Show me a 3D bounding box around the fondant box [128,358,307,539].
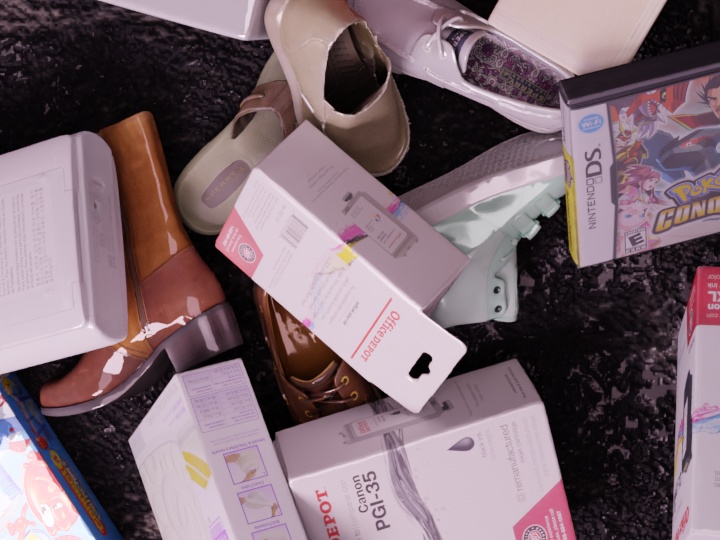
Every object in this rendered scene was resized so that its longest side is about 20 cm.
[{"bbox_3d":[-0.101,0.186,1.531,0.058,0.144,0.200,-14,71,-27],"label":"fondant box"}]

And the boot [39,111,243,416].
[{"bbox_3d":[-0.204,0.000,1.584,0.188,0.068,0.200,-26,87,31],"label":"boot"}]

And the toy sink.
[{"bbox_3d":[0.183,-0.245,1.478,0.112,0.130,0.200,30,101,0],"label":"toy sink"}]

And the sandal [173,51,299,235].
[{"bbox_3d":[-0.067,-0.104,1.559,0.080,0.057,0.201,39,100,-2],"label":"sandal"}]

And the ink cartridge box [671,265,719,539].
[{"bbox_3d":[0.273,0.117,1.477,0.083,0.146,0.200,4,67,4],"label":"ink cartridge box"}]

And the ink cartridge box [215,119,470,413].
[{"bbox_3d":[0.000,0.000,1.497,0.200,0.117,0.067,41,55,5],"label":"ink cartridge box"}]

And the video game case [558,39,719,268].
[{"bbox_3d":[0.244,-0.090,1.477,0.200,0.026,0.181,-14,139,-3],"label":"video game case"}]

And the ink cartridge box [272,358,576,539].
[{"bbox_3d":[0.050,0.172,1.548,0.200,0.083,0.147,-17,114,-4],"label":"ink cartridge box"}]

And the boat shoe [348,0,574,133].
[{"bbox_3d":[0.075,-0.161,1.514,0.200,0.069,0.072,32,83,-2],"label":"boat shoe"}]

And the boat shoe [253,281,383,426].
[{"bbox_3d":[-0.032,0.086,1.581,0.072,0.068,0.200,-23,96,8],"label":"boat shoe"}]

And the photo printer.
[{"bbox_3d":[-0.276,-0.003,1.549,0.200,0.069,0.167,-16,71,24],"label":"photo printer"}]

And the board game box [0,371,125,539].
[{"bbox_3d":[-0.323,0.196,1.631,0.200,0.056,0.196,-32,94,9],"label":"board game box"}]

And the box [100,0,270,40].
[{"bbox_3d":[-0.133,-0.287,1.492,0.198,0.131,0.200,16,100,8],"label":"box"}]

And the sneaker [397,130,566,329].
[{"bbox_3d":[0.119,-0.030,1.554,0.200,0.074,0.118,-24,112,0],"label":"sneaker"}]

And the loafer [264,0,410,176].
[{"bbox_3d":[-0.009,-0.130,1.495,0.076,0.200,0.068,-43,50,-9],"label":"loafer"}]
